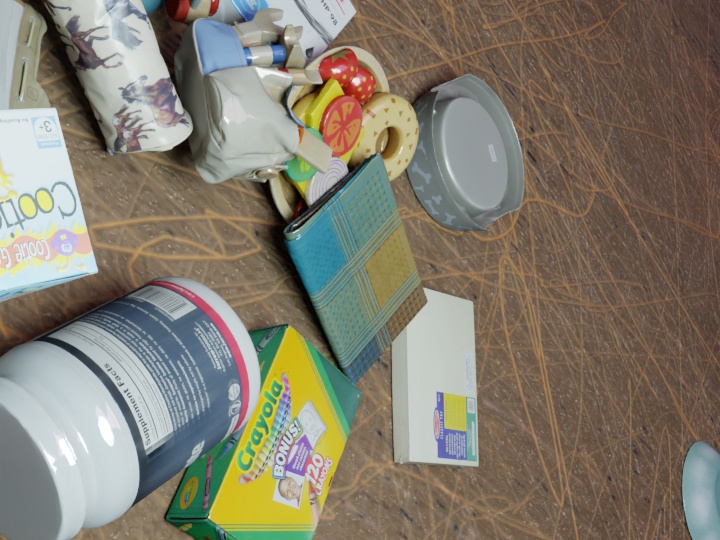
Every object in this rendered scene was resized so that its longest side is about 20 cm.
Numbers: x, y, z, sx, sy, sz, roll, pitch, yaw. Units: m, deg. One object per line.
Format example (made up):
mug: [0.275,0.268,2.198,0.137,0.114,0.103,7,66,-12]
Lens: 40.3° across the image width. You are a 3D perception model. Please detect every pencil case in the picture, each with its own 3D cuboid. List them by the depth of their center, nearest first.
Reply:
pencil case: [-0.207,-0.192,0.792,0.078,0.089,0.201,-33,123,-23]

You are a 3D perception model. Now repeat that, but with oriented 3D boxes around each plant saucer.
plant saucer: [0.604,0.389,1.661,0.201,0.039,0.202,17,67,-47]

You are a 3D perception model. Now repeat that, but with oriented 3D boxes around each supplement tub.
supplement tub: [-0.183,0.099,0.725,0.200,0.140,0.141,-32,104,-49]

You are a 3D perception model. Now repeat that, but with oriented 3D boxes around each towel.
towel: [0.000,0.000,1.008,0.147,0.022,0.201,-45,131,-31]

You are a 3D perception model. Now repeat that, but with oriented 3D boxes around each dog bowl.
dog bowl: [0.128,-0.141,1.226,0.200,0.059,0.201,16,68,-47]

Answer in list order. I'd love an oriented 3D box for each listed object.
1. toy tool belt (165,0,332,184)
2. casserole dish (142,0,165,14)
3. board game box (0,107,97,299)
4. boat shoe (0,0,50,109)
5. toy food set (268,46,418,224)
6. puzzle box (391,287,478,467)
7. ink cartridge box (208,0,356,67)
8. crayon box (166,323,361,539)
toy tool belt: [-0.098,-0.176,0.880,0.122,0.125,0.201,-4,70,-30]
casserole dish: [-0.190,-0.316,0.913,0.200,0.039,0.121,-48,116,-44]
board game box: [-0.272,-0.022,0.606,0.105,0.199,0.103,-15,92,-51]
boat shoe: [-0.268,-0.120,0.737,0.068,0.075,0.201,9,72,-43]
toy food set: [-0.022,-0.125,0.997,0.198,0.049,0.200,-57,146,-16]
puzzle box: [0.086,0.123,1.128,0.133,0.025,0.201,17,68,-47]
ink cartridge box: [-0.080,-0.275,1.008,0.116,0.067,0.200,54,45,-25]
crayon box: [-0.081,0.164,0.893,0.119,0.058,0.201,46,49,-32]
